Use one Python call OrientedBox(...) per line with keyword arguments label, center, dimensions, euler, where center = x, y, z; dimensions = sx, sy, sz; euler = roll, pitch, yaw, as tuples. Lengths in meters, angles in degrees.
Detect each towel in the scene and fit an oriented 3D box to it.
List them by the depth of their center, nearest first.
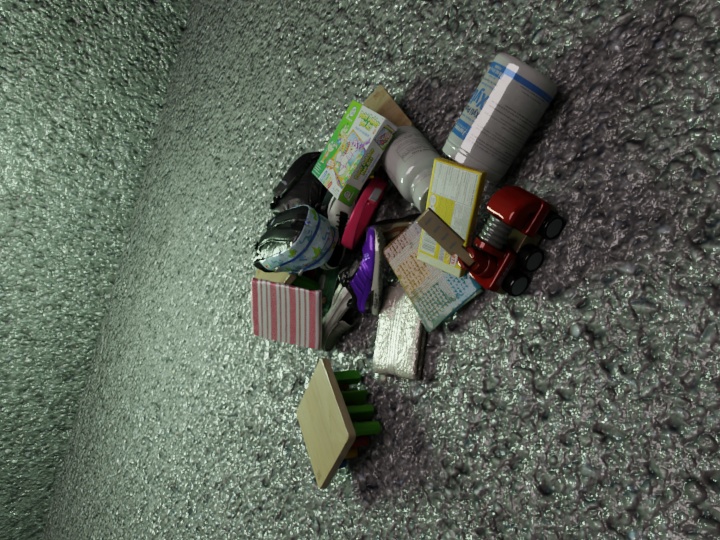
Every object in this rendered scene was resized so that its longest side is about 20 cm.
OrientedBox(label="towel", center=(0.139, -0.001, 1.140), dimensions=(0.146, 0.022, 0.202), euler=(-41, 67, 28))
OrientedBox(label="towel", center=(0.088, 0.124, 1.212), dimensions=(0.132, 0.034, 0.204), euler=(-2, 77, 52))
OrientedBox(label="towel", center=(-0.177, 0.101, 1.375), dimensions=(0.197, 0.030, 0.149), euler=(10, 109, 22))

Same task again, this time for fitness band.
OrientedBox(label="fitness band", center=(0.009, -0.131, 1.300), dimensions=(0.145, 0.037, 0.201), euler=(-64, -3, 36))

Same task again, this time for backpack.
OrientedBox(label="backpack", center=(-0.142, -0.072, 1.306), dimensions=(0.200, 0.152, 0.165), euler=(-34, 28, 61))
OrientedBox(label="backpack", center=(-0.119, -0.203, 1.467), dimensions=(0.164, 0.127, 0.202), euler=(14, 67, 21))

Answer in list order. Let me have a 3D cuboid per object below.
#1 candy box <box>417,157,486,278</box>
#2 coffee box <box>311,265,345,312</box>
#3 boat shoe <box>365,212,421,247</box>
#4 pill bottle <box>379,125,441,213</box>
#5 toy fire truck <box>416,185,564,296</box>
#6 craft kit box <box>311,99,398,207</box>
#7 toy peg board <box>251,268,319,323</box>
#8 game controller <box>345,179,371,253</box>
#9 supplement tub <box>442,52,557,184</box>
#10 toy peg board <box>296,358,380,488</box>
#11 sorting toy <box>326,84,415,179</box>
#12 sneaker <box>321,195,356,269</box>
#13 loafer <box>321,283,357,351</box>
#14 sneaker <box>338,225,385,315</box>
OrientedBox(label="candy box", center=(0.166, -0.097, 1.063), dimensions=(0.101, 0.026, 0.203), euler=(25, 119, 32))
OrientedBox(label="coffee box", center=(-0.106, 0.034, 1.477), dimensions=(0.199, 0.044, 0.125), euler=(12, 88, 52))
OrientedBox(label="boat shoe", center=(0.093, -0.078, 1.253), dimensions=(0.199, 0.075, 0.075), euler=(-3, 106, 53))
OrientedBox(label="pill bottle", center=(0.122, -0.208, 1.213), dimensions=(0.115, 0.113, 0.201), euler=(-53, 43, 25))
OrientedBox(label="toy fire truck", center=(0.215, -0.069, 0.980), dimensions=(0.129, 0.198, 0.178), euler=(46, 114, 47))
OrientedBox(label="craft kit box", center=(-0.019, -0.268, 1.290), dimensions=(0.199, 0.048, 0.200), euler=(-56, 33, 10))
OrientedBox(label="toy peg board", center=(-0.190, 0.024, 1.495), dimensions=(0.200, 0.097, 0.201), euler=(-47, 30, 30))
OrientedBox(label="game controller", center=(-0.021, -0.144, 1.443), dimensions=(0.104, 0.042, 0.203), euler=(10, 86, 67))
OrientedBox(label="supplement tub", center=(0.254, -0.278, 1.057), dimensions=(0.202, 0.131, 0.132), euler=(-59, 41, 18))
OrientedBox(label="toy peg board", center=(-0.047, 0.335, 1.275), dimensions=(0.201, 0.096, 0.201), euler=(-65, 35, 36))
OrientedBox(label="sorting toy", center=(0.034, -0.306, 1.373), dimensions=(0.200, 0.069, 0.200), euler=(-43, 45, 17))
OrientedBox(label="sneaker", center=(-0.047, -0.095, 1.356), dimensions=(0.080, 0.073, 0.203), euler=(-151, 73, -73))
OrientedBox(label="loafer", center=(-0.045, 0.115, 1.352), dimensions=(0.070, 0.069, 0.202), euler=(38, 121, 27))
OrientedBox(label="sneaker", center=(0.000, 0.000, 1.246), dimensions=(0.098, 0.070, 0.204), euler=(6, 109, 10))
